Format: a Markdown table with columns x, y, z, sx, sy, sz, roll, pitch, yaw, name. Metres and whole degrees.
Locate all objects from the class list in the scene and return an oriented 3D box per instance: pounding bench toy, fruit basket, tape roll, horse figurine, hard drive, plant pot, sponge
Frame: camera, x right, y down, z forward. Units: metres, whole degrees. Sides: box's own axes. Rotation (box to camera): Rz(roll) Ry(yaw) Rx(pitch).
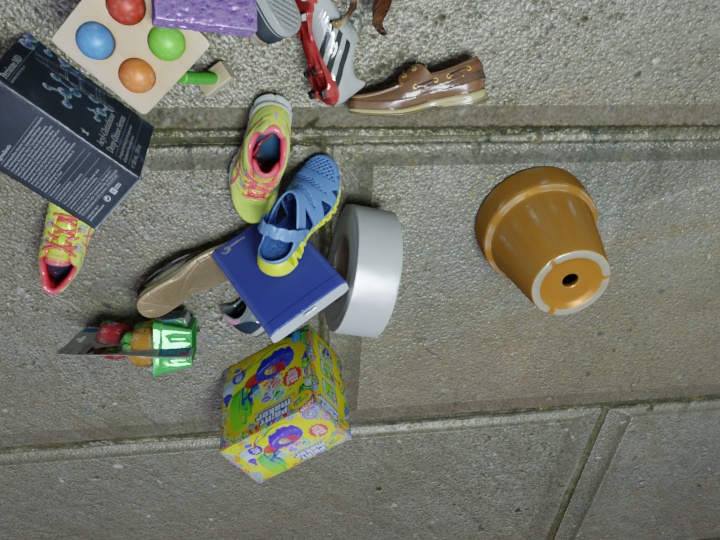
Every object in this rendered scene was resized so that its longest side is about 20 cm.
| x | y | z | sx | sy | sz | roll | pitch | yaw | name |
| --- | --- | --- | --- | --- | --- | --- | --- | --- | --- |
| -0.236 | -0.270 | 0.771 | 0.124 | 0.157 | 0.200 | -38 | 124 | 19 | pounding bench toy |
| -0.369 | 0.109 | 1.042 | 0.198 | 0.185 | 0.095 | 8 | 96 | -10 | fruit basket |
| 0.000 | 0.000 | 0.992 | 0.070 | 0.203 | 0.204 | 8 | 126 | -15 | tape roll |
| -0.014 | -0.387 | 0.767 | 0.133 | 0.050 | 0.200 | -50 | 123 | -18 | horse figurine |
| -0.124 | 0.001 | 0.948 | 0.131 | 0.200 | 0.025 | -35 | 141 | -11 | hard drive |
| 0.305 | -0.034 | 1.026 | 0.198 | 0.184 | 0.202 | -5 | 128 | -6 | plant pot |
| -0.169 | -0.360 | 0.677 | 0.110 | 0.030 | 0.203 | -3 | 95 | -24 | sponge |

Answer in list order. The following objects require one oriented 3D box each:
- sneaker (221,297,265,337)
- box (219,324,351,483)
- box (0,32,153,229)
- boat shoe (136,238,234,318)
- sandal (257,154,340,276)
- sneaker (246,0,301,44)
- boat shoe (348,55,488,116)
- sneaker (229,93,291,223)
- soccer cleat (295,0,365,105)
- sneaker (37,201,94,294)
| x | y | z | sx | sy | sz | roll | pitch | yaw | name |
| --- | --- | --- | --- | --- | --- | --- | --- | --- | --- |
| -0.158 | 0.034 | 1.072 | 0.082 | 0.070 | 0.200 | 27 | 117 | -30 | sneaker |
| -0.138 | 0.242 | 1.159 | 0.199 | 0.193 | 0.122 | -29 | 127 | 12 | box |
| -0.387 | -0.179 | 0.821 | 0.107 | 0.149 | 0.199 | -41 | 124 | 20 | box |
| -0.275 | 0.000 | 1.031 | 0.199 | 0.065 | 0.072 | -33 | 137 | -7 | boat shoe |
| -0.089 | -0.091 | 0.921 | 0.079 | 0.201 | 0.087 | 19 | 157 | 15 | sandal |
| -0.150 | -0.367 | 0.758 | 0.079 | 0.078 | 0.201 | -7 | 116 | 38 | sneaker |
| 0.079 | -0.258 | 0.895 | 0.198 | 0.072 | 0.068 | -8 | 108 | 2 | boat shoe |
| -0.146 | -0.145 | 0.915 | 0.077 | 0.091 | 0.201 | 5 | 128 | -15 | sneaker |
| -0.045 | -0.319 | 0.829 | 0.085 | 0.068 | 0.202 | -29 | 119 | -28 | soccer cleat |
| -0.439 | -0.048 | 0.950 | 0.077 | 0.091 | 0.201 | 12 | 123 | -16 | sneaker |
